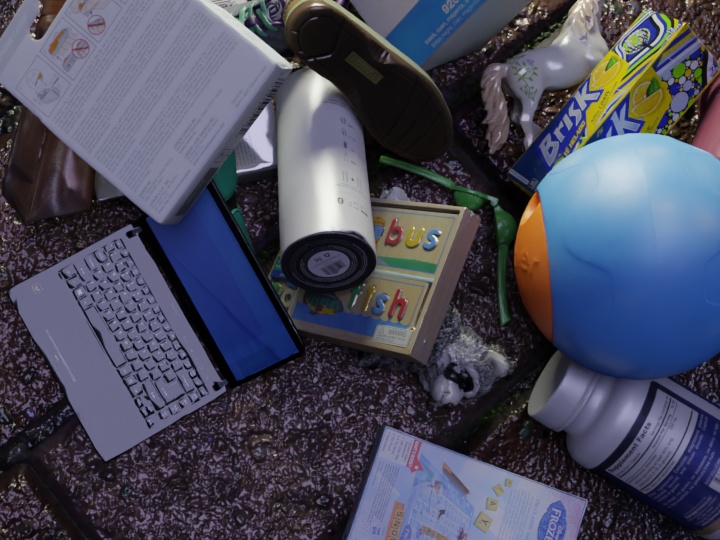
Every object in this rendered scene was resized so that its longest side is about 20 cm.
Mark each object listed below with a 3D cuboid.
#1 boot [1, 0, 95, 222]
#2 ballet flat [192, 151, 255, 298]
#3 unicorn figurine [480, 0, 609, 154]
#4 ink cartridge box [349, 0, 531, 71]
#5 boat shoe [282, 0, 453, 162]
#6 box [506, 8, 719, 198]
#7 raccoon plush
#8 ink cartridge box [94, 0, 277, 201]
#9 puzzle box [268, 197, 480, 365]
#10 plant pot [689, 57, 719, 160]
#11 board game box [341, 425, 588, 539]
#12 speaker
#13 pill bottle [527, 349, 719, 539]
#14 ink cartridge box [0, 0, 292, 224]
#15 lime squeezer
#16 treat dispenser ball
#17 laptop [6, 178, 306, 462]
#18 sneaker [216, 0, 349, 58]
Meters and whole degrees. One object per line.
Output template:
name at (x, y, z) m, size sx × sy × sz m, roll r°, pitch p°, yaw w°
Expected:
boot at (-0.218, -0.129, 0.861) m, size 0.186 × 0.064 × 0.201 m, roll 10°, pitch 85°, yaw 30°
ballet flat at (-0.138, -0.058, 0.890) m, size 0.074 × 0.074 × 0.201 m, roll -12°, pitch 108°, yaw -10°
unicorn figurine at (0.200, -0.195, 0.985) m, size 0.200 × 0.074 × 0.138 m, roll -26°, pitch 104°, yaw -29°
ink cartridge box at (0.064, -0.311, 0.929) m, size 0.200 × 0.145 × 0.147 m, roll 54°, pitch 44°, yaw 3°
boat shoe at (0.010, -0.176, 0.888) m, size 0.072 × 0.076 × 0.200 m, roll -38°, pitch 127°, yaw 13°
box at (0.231, -0.136, 0.934) m, size 0.070 × 0.064 × 0.200 m, roll 36°, pitch 97°, yaw -32°
raccoon plush at (0.075, 0.026, 0.927) m, size 0.134 × 0.097 × 0.201 m, roll 13°, pitch 78°, yaw -13°
ink cartridge box at (-0.177, -0.170, 0.946) m, size 0.176 × 0.045 × 0.201 m, roll -13°, pitch 81°, yaw -11°
puzzle box at (0.000, 0.000, 0.879) m, size 0.025 × 0.200 × 0.133 m, roll 35°, pitch 72°, yaw -43°
plant pot at (0.382, -0.104, 0.916) m, size 0.200 × 0.200 × 0.179 m, roll 42°, pitch 63°, yaw 1°
board game box at (0.079, 0.266, 0.904) m, size 0.199 × 0.041 × 0.201 m, roll 21°, pitch 77°, yaw -3°
speaker at (-0.032, -0.084, 0.880) m, size 0.081 × 0.081 × 0.201 m, roll 0°, pitch 52°, yaw -8°
pill bottle at (0.257, 0.146, 0.916) m, size 0.200 × 0.111 × 0.111 m, roll 31°, pitch 77°, yaw -1°
ink cartridge box at (-0.179, -0.160, 0.809) m, size 0.200 × 0.047 × 0.160 m, roll 40°, pitch 103°, yaw 6°
lime squeezer at (0.104, -0.049, 0.976) m, size 0.071 × 0.038 × 0.200 m, roll -38°, pitch 87°, yaw 18°
treat dispenser ball at (0.228, -0.011, 0.836) m, size 0.200 × 0.201 × 0.202 m, roll 1°, pitch 79°, yaw -8°
laptop at (-0.177, 0.043, 0.866) m, size 0.200 × 0.103 × 0.178 m, roll -29°, pitch 91°, yaw -10°
sneaker at (-0.103, -0.219, 0.900) m, size 0.199 × 0.088 × 0.075 m, roll -20°, pitch 83°, yaw -13°
